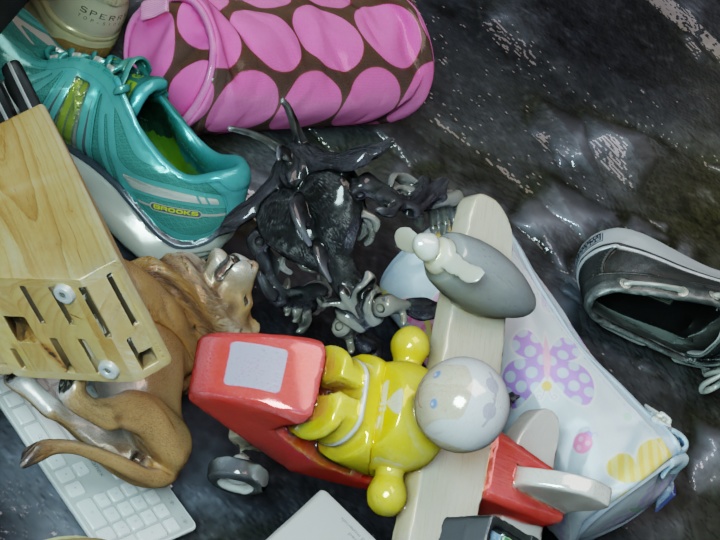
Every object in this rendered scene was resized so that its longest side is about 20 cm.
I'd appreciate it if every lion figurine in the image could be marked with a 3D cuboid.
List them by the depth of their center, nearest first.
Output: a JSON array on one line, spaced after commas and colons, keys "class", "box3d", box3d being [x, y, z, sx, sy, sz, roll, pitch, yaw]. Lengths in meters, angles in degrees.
[{"class": "lion figurine", "box3d": [-0.108, 0.052, 1.081, 0.122, 0.072, 0.201, 44, 35, -29]}]

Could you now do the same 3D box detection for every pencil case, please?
[{"class": "pencil case", "box3d": [0.095, 0.058, 1.235, 0.083, 0.091, 0.200, -16, 60, -49]}, {"class": "pencil case", "box3d": [-0.050, -0.130, 1.321, 0.199, 0.090, 0.094, -8, 94, -48]}]

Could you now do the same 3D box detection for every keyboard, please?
[{"class": "keyboard", "box3d": [-0.157, 0.058, 1.087, 0.056, 0.011, 0.200, -15, 61, -48]}]

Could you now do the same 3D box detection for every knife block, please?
[{"class": "knife block", "box3d": [-0.151, -0.033, 1.044, 0.176, 0.199, 0.064, -61, 139, -38]}]

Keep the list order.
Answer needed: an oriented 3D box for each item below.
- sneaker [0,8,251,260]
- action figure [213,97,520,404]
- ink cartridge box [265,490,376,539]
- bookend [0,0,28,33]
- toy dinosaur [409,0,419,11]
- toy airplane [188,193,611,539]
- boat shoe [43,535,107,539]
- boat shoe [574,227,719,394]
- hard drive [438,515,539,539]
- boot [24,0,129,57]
[{"class": "sneaker", "box3d": [-0.139, -0.091, 1.206, 0.200, 0.080, 0.078, 40, 36, 4]}, {"class": "action figure", "box3d": [0.000, 0.000, 1.179, 0.201, 0.118, 0.102, 63, 18, -4]}, {"class": "ink cartridge box", "box3d": [-0.069, 0.189, 0.928, 0.068, 0.116, 0.200, 44, 36, 7]}, {"class": "bookend", "box3d": [-0.264, -0.171, 1.059, 0.199, 0.092, 0.199, 20, 56, 19]}, {"class": "toy dinosaur", "box3d": [-0.054, -0.182, 1.380, 0.200, 0.105, 0.182, 45, 55, -11]}, {"class": "toy airplane", "box3d": [0.038, 0.082, 1.063, 0.198, 0.141, 0.201, -28, 86, -30]}, {"class": "boat shoe", "box3d": [-0.131, 0.158, 0.915, 0.200, 0.066, 0.074, -35, 108, -66]}, {"class": "boat shoe", "box3d": [0.228, 0.036, 1.384, 0.198, 0.074, 0.068, 25, 33, -17]}, {"class": "hard drive", "box3d": [0.096, 0.212, 0.997, 0.200, 0.038, 0.141, 32, 63, -35]}, {"class": "boot", "box3d": [-0.166, -0.246, 1.288, 0.072, 0.156, 0.201, 1, 49, -40]}]
